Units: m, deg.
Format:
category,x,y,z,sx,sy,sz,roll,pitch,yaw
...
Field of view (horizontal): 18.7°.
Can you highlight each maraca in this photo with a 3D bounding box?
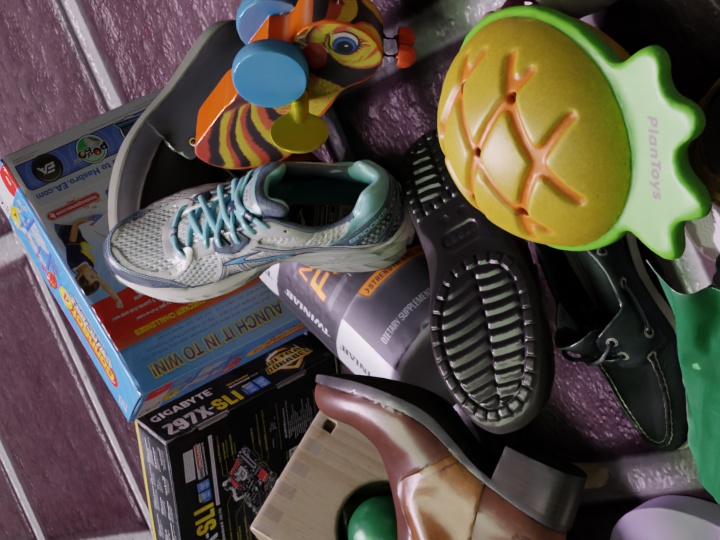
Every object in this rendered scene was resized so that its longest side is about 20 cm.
category,x,y,z,sx,sy,sz,roll,pitch,yaw
maraca,0.115,-0.073,1.178,0.200,0.107,0.138,19,125,52

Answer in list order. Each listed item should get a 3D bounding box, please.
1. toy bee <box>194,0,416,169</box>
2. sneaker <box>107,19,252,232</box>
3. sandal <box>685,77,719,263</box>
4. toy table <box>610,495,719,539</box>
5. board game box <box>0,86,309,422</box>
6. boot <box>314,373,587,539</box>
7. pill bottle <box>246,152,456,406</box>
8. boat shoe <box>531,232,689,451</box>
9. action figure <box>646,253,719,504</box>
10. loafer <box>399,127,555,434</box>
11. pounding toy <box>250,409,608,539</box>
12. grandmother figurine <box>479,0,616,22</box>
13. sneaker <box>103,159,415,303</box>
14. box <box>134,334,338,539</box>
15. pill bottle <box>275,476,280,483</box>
category,x,y,z,sx,sy,sz,roll,pitch,yaw
toy bee,-0.026,-0.128,1.342,0.200,0.108,0.132,133,150,-62
sneaker,-0.091,-0.089,1.446,0.106,0.201,0.075,-2,147,47
sandal,0.205,-0.069,1.122,0.082,0.054,0.200,56,149,15
toy table,0.192,0.224,1.308,0.200,0.117,0.185,7,118,55
board game box,-0.124,-0.025,1.537,0.196,0.199,0.056,58,154,12
boot,0.023,0.177,1.328,0.188,0.068,0.201,25,98,14
pill bottle,0.000,0.000,1.452,0.200,0.106,0.107,43,144,32
boat shoe,0.140,0.022,1.285,0.074,0.066,0.200,1,113,57
action figure,0.218,0.080,1.212,0.118,0.055,0.201,28,144,33
loafer,0.083,0.006,1.331,0.073,0.071,0.201,-23,63,25
pounding toy,0.046,0.162,1.426,0.184,0.143,0.200,29,169,11
grandmother figurine,0.071,-0.186,1.252,0.200,0.061,0.121,23,158,46
sneaker,-0.068,-0.038,1.366,0.086,0.199,0.078,68,-168,-67
box,-0.084,0.166,1.661,0.049,0.159,0.201,32,139,44
pill bottle,0.023,0.218,1.577,0.200,0.111,0.111,58,150,11
